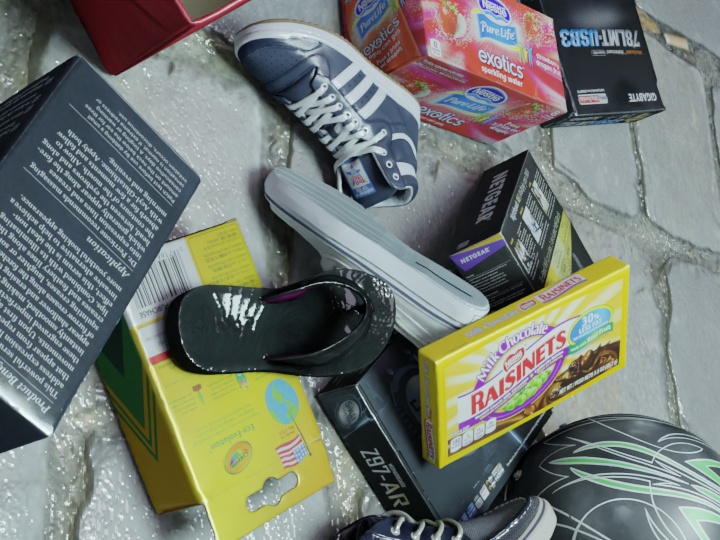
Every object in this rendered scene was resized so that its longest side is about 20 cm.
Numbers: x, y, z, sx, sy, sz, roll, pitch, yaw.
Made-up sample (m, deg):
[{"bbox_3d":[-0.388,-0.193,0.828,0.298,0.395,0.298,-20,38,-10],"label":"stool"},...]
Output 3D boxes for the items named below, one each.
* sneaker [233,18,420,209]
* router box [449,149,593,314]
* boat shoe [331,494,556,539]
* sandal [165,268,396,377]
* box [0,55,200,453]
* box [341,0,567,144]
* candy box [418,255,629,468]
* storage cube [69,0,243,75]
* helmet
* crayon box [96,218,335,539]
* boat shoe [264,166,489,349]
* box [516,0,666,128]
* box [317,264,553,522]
[{"bbox_3d":[-0.020,-0.117,1.062,0.200,0.070,0.109,25,55,-43],"label":"sneaker"},{"bbox_3d":[0.153,0.001,1.178,0.157,0.052,0.200,58,25,-14],"label":"router box"},{"bbox_3d":[0.050,0.203,0.969,0.200,0.075,0.093,-35,99,-25],"label":"boat shoe"},{"bbox_3d":[-0.039,0.038,0.909,0.200,0.048,0.075,-7,82,-45],"label":"sandal"},{"bbox_3d":[-0.206,0.000,0.748,0.107,0.148,0.200,47,46,-24],"label":"box"},{"bbox_3d":[0.085,-0.192,1.189,0.200,0.095,0.100,13,65,-45],"label":"box"},{"bbox_3d":[0.129,0.069,1.031,0.200,0.026,0.102,-24,125,-28],"label":"candy box"},{"bbox_3d":[-0.118,-0.255,0.889,0.200,0.180,0.171,-35,102,-23],"label":"storage cube"},{"bbox_3d":[0.225,0.213,1.111,0.191,0.200,0.200,72,29,-46],"label":"helmet"},{"bbox_3d":[-0.105,0.077,0.904,0.127,0.051,0.200,-22,91,-49],"label":"crayon box"},{"bbox_3d":[0.000,0.000,1.018,0.200,0.067,0.074,36,18,8],"label":"boat shoe"},{"bbox_3d":[0.235,-0.254,1.419,0.200,0.050,0.199,-10,81,-49],"label":"box"},{"bbox_3d":[0.068,0.109,1.088,0.160,0.044,0.200,60,41,-12],"label":"box"}]
